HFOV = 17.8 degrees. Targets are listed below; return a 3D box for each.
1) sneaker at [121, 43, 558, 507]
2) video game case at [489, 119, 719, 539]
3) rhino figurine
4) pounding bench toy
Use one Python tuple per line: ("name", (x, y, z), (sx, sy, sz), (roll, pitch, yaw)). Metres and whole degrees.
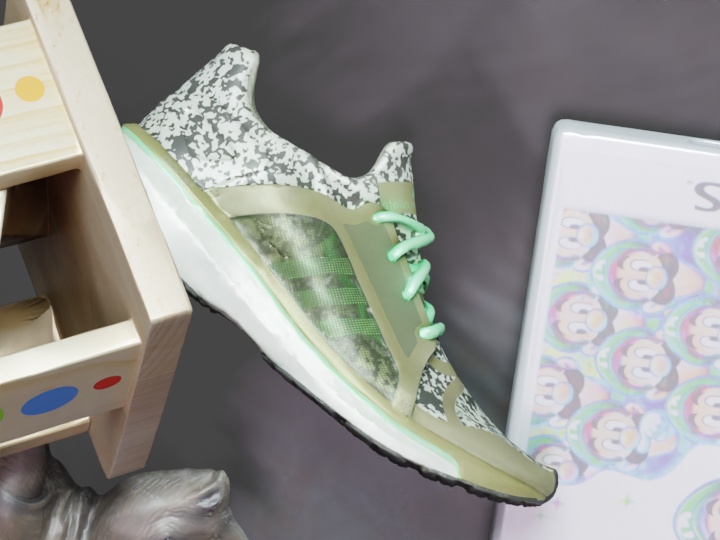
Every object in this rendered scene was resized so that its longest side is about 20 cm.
("sneaker", (0.000, 0.000, 0.772), (0.200, 0.077, 0.089), (41, 87, -3))
("video game case", (0.142, 0.058, 0.803), (0.181, 0.024, 0.201), (8, 105, 1))
("rhino figurine", (-0.127, 0.072, 0.801), (0.199, 0.060, 0.088), (22, 98, 0))
("pounding bench toy", (-0.166, -0.026, 0.716), (0.155, 0.124, 0.201), (-16, 68, -20))
